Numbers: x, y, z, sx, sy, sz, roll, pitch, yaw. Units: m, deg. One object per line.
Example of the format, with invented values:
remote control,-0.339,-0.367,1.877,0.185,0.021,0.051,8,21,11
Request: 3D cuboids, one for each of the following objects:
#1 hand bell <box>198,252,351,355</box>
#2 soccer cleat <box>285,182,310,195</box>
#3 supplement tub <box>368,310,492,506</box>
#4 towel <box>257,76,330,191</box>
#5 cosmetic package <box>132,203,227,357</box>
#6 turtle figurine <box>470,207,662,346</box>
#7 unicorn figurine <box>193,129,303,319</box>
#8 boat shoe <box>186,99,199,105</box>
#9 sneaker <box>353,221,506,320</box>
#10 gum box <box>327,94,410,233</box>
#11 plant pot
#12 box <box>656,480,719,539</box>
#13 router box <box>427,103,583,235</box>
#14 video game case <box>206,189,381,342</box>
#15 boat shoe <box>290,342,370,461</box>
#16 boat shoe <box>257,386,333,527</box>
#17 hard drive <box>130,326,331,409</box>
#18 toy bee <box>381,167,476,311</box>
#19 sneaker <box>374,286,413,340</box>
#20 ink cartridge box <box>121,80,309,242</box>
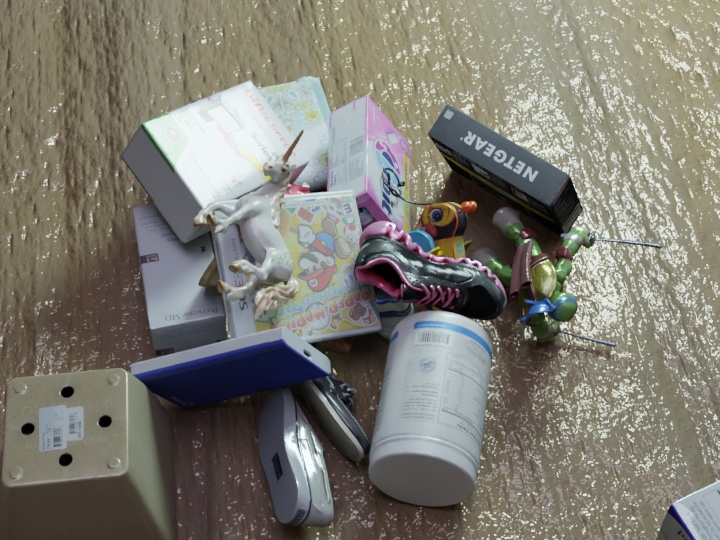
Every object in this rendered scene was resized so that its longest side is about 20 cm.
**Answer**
hand bell,-0.094,0.039,1.547,0.199,0.104,0.104,39,59,0
soccer cleat,-0.071,-0.029,1.622,0.066,0.077,0.201,-1,49,-27
supplement tub,0.085,0.162,1.482,0.130,0.133,0.202,8,55,5
towel,-0.117,-0.187,1.790,0.169,0.048,0.201,-14,55,-7
cosmetic package,-0.237,0.007,1.627,0.100,0.074,0.201,-10,53,-10
turtle figurine,0.248,0.010,1.606,0.198,0.145,0.194,-21,41,-23
unicorn figurine,-0.122,-0.052,1.463,0.136,0.202,0.073,-17,9,-40
boat shoe,-0.234,-0.171,1.726,0.070,0.064,0.201,-2,35,-6
sneaker,0.079,0.019,1.507,0.198,0.080,0.096,23,35,5
gum box,0.013,-0.124,1.682,0.066,0.114,0.201,-23,44,25
plant pot,-0.316,0.219,1.405,0.197,0.178,0.201,-4,54,-5
box,0.465,0.321,1.388,0.198,0.105,0.185,-20,57,-16
router box,0.198,-0.133,1.684,0.199,0.157,0.052,34,88,21
video game case,-0.079,-0.002,1.518,0.198,0.023,0.184,-7,80,-30
boat shoe,-0.037,0.147,1.528,0.062,0.073,0.200,-27,53,-20
boat shoe,-0.073,0.220,1.479,0.065,0.072,0.201,19,30,-29
hard drive,-0.151,0.118,1.466,0.198,0.132,0.026,-14,64,19
toy bee,0.103,-0.043,1.599,0.108,0.201,0.131,-18,18,30
sneaker,0.000,0.000,1.627,0.075,0.089,0.200,-39,62,-24
ink cartridge box,-0.187,-0.147,1.632,0.199,0.084,0.145,-31,80,-42
